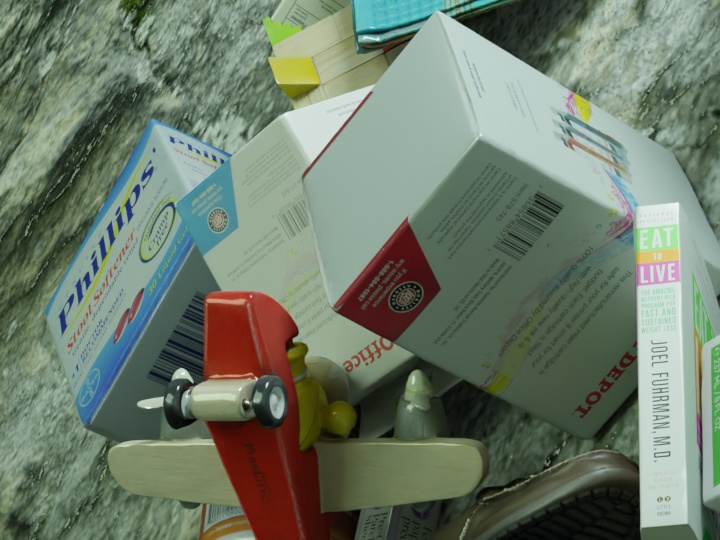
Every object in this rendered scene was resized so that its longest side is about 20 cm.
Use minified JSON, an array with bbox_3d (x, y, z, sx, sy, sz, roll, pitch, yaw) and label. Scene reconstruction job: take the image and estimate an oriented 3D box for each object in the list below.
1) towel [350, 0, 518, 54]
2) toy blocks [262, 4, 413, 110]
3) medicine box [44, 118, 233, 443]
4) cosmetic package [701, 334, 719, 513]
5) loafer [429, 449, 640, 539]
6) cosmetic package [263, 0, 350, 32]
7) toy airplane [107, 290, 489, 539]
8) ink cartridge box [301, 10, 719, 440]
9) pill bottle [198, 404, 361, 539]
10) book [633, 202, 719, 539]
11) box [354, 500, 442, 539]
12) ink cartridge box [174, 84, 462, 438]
[{"bbox_3d":[0.080,-0.238,1.839,0.199,0.022,0.147,-17,54,13],"label":"towel"},{"bbox_3d":[0.027,-0.119,1.854,0.136,0.100,0.201,-26,60,11],"label":"toy blocks"},{"bbox_3d":[-0.137,0.016,1.950,0.183,0.102,0.200,-59,26,13],"label":"medicine box"},{"bbox_3d":[0.270,0.052,1.337,0.200,0.085,0.108,-38,35,40],"label":"cosmetic package"},{"bbox_3d":[0.094,0.148,1.563,0.200,0.073,0.071,-35,39,41],"label":"loafer"},{"bbox_3d":[0.027,-0.234,1.939,0.201,0.103,0.073,-57,-3,12],"label":"cosmetic package"},{"bbox_3d":[-0.039,0.114,1.624,0.199,0.199,0.141,-55,2,40],"label":"toy airplane"},{"bbox_3d":[0.092,-0.025,1.578,0.145,0.199,0.145,-50,29,22],"label":"ink cartridge box"},{"bbox_3d":[-0.046,0.125,1.775,0.112,0.112,0.201,-33,40,43],"label":"pill bottle"},{"bbox_3d":[0.170,0.083,1.431,0.048,0.134,0.201,-5,55,12],"label":"book"},{"bbox_3d":[0.008,0.231,1.673,0.041,0.039,0.201,-17,53,51],"label":"box"},{"bbox_3d":[0.000,0.000,1.721,0.128,0.125,0.201,-35,81,42],"label":"ink cartridge box"}]
